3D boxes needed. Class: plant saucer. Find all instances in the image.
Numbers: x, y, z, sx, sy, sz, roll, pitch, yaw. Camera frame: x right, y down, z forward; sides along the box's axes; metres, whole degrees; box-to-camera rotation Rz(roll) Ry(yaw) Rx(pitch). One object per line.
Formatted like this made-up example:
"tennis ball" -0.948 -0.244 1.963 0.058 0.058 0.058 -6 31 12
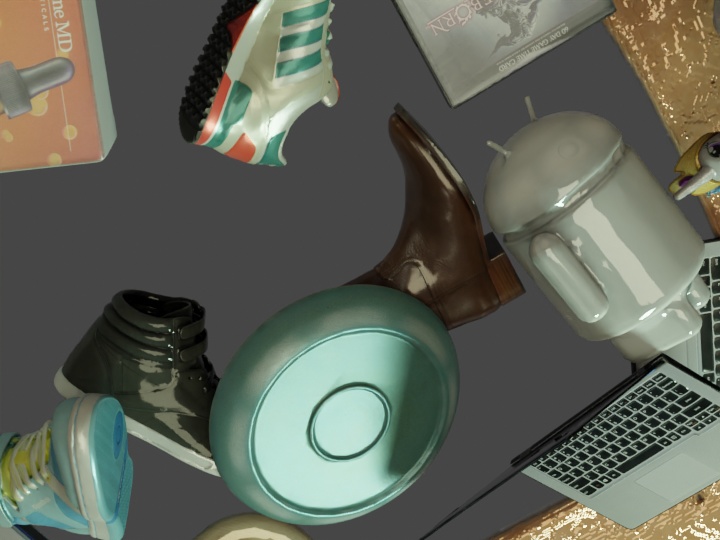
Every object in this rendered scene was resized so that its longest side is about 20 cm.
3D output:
"plant saucer" -0.011 0.107 0.866 0.199 0.027 0.201 -10 118 -20

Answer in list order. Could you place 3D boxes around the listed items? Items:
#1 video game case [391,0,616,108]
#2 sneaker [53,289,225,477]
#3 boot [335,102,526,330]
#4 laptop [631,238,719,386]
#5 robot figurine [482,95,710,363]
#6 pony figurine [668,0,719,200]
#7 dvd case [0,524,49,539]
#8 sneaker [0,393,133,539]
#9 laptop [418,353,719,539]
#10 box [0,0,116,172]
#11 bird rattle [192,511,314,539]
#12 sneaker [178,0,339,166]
"video game case" 0.079 -0.239 0.850 0.142 0.019 0.201 -31 106 1
"sneaker" -0.118 0.083 0.880 0.199 0.071 0.100 26 105 -9
"boot" 0.000 0.000 0.882 0.199 0.064 0.187 -31 109 5
"laptop" 0.322 0.074 0.906 0.199 0.116 0.188 -9 105 -5
"robot figurine" 0.165 -0.031 0.845 0.113 0.170 0.200 -34 100 33
"pony figurine" 0.313 -0.133 0.816 0.167 0.200 0.193 45 60 -9
"dvd case" -0.250 0.294 0.904 0.200 0.025 0.151 37 98 10
"sneaker" -0.232 0.139 0.834 0.130 0.200 0.080 7 59 -3
"laptop" 0.181 0.159 0.874 0.199 0.116 0.187 29 136 -15
"box" -0.274 -0.143 0.781 0.199 0.106 0.153 -7 106 -5
"bird rattle" -0.070 0.266 0.926 0.200 0.113 0.163 -38 90 0
"sneaker" -0.048 -0.166 0.835 0.093 0.070 0.200 23 99 -31
